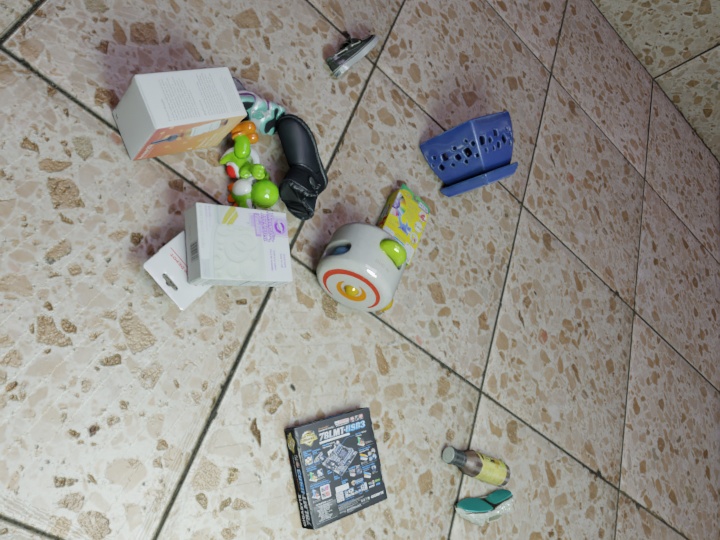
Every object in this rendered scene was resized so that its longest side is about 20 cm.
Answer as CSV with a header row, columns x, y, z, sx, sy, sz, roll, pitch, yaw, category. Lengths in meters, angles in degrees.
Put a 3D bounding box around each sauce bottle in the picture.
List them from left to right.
x,y,z,sx,sy,sz,roll,pitch,yaw,category
0.287,0.482,1.470,0.199,0.064,0.065,28,59,-30,sauce bottle

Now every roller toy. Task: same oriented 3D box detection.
x,y,z,sx,sy,sz,roll,pitch,yaw,category
0.000,0.000,1.327,0.181,0.201,0.140,20,57,8,roller toy

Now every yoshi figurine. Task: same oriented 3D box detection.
x,y,z,sx,sy,sz,roll,pitch,yaw,category
-0.224,-0.211,1.269,0.112,0.111,0.202,2,77,-45,yoshi figurine

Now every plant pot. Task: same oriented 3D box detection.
x,y,z,sx,sy,sz,roll,pitch,yaw,category
0.318,-0.322,1.681,0.199,0.199,0.181,-23,95,-41,plant pot

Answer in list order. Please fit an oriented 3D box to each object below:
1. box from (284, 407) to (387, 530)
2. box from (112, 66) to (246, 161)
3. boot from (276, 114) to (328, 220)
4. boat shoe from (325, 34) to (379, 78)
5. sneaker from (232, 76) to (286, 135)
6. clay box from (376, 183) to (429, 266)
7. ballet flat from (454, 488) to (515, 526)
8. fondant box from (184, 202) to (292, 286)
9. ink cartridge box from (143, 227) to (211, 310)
x,y,z,sx,sy,sz,roll,pitch,yaw,category
-0.048,0.406,1.240,0.199,0.050,0.200,-6,79,-39,box
-0.355,-0.308,1.164,0.199,0.152,0.107,-23,91,-40,box
-0.140,-0.228,1.306,0.169,0.076,0.201,-73,143,-57,boot
-0.019,-0.589,1.578,0.064,0.070,0.200,50,53,-16,boat shoe
-0.256,-0.381,1.322,0.140,0.078,0.200,46,15,20,sneaker
0.105,-0.117,1.535,0.115,0.047,0.201,40,53,-21,clay box
0.309,0.591,1.454,0.199,0.072,0.073,3,74,-38,ballet flat
-0.234,-0.046,1.148,0.199,0.058,0.146,3,75,-42,fondant box
-0.323,-0.019,1.148,0.115,0.068,0.200,52,50,-13,ink cartridge box
